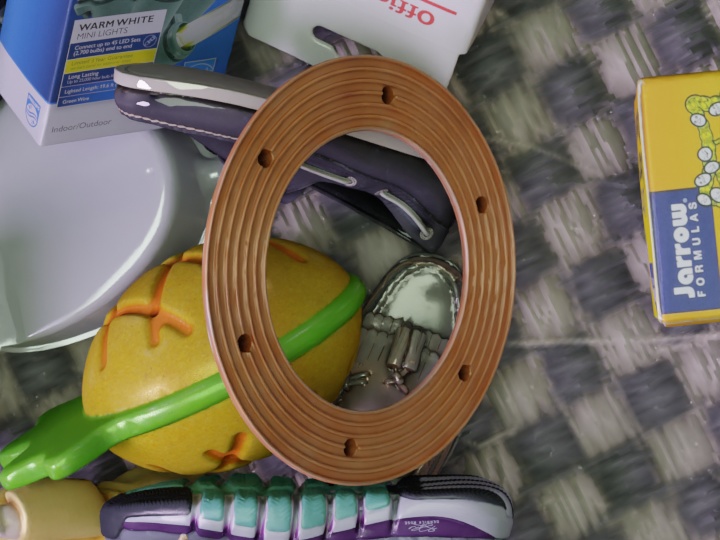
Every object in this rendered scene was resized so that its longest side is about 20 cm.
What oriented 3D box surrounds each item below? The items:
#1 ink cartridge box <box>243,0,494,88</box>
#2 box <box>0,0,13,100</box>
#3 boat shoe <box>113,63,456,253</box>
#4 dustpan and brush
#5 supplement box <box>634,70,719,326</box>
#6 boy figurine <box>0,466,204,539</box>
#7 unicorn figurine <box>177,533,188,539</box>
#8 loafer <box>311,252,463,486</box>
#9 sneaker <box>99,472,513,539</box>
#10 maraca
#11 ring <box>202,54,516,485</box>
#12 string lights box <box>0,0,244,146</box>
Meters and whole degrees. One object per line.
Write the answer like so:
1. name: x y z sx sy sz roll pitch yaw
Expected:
1. ink cartridge box: 0.025 -0.187 1.095 0.115 0.068 0.201 25 130 4
2. box: -0.231 -0.141 1.115 0.122 0.106 0.200 38 96 20
3. boat shoe: -0.032 -0.053 1.098 0.199 0.073 0.063 13 100 -29
4. dustpan and brush: -0.103 -0.043 1.153 0.199 0.057 0.140 -14 79 12
5. supplement box: 0.225 -0.038 1.005 0.199 0.109 0.110 -6 89 6
6. boy figurine: -0.169 0.143 1.136 0.199 0.124 0.065 -7 65 -22
7. unicorn figurine: -0.102 0.234 1.075 0.137 0.074 0.200 -49 128 -26
8. loafer: 0.010 0.090 1.136 0.072 0.063 0.201 19 94 5
9. sneaker: -0.026 0.145 1.077 0.199 0.074 0.088 0 94 5
10. maraca: -0.087 0.052 1.103 0.199 0.137 0.107 -28 98 -6
11. ring: 0.000 0.000 1.057 0.019 0.200 0.202 1 93 47
12. string lights box: -0.104 -0.161 1.067 0.059 0.102 0.201 50 138 35
